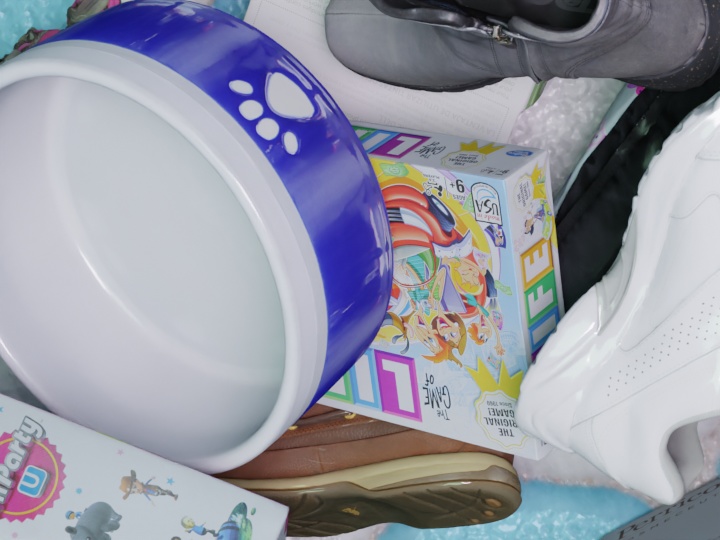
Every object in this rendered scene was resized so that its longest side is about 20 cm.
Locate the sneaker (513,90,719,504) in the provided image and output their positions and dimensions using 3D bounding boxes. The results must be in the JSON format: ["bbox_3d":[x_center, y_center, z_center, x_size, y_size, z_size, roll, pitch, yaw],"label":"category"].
[{"bbox_3d":[0.147,0.006,0.805,0.099,0.078,0.200,35,117,17],"label":"sneaker"}]

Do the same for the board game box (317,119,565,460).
[{"bbox_3d":[0.000,0.000,0.922,0.200,0.034,0.135,11,122,37],"label":"board game box"}]

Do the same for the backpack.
[{"bbox_3d":[0.172,-0.031,0.895,0.167,0.127,0.200,45,108,17],"label":"backpack"}]

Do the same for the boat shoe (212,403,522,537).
[{"bbox_3d":[-0.016,0.088,0.994,0.199,0.072,0.068,-6,64,22],"label":"boat shoe"}]

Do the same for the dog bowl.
[{"bbox_3d":[-0.087,-0.015,0.898,0.200,0.079,0.201,20,128,27],"label":"dog bowl"}]

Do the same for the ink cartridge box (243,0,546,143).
[{"bbox_3d":[0.017,-0.106,0.962,0.145,0.048,0.201,25,114,9],"label":"ink cartridge box"}]

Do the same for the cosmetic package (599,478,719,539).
[{"bbox_3d":[0.199,0.181,0.881,0.167,0.200,0.167,-29,92,16],"label":"cosmetic package"}]

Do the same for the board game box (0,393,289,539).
[{"bbox_3d":[-0.136,0.111,0.926,0.199,0.148,0.064,20,72,2],"label":"board game box"}]

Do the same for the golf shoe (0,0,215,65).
[{"bbox_3d":[-0.107,-0.104,0.984,0.200,0.073,0.092,-40,102,23],"label":"golf shoe"}]

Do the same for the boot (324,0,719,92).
[{"bbox_3d":[0.039,-0.114,0.834,0.199,0.131,0.070,2,88,37],"label":"boot"}]
